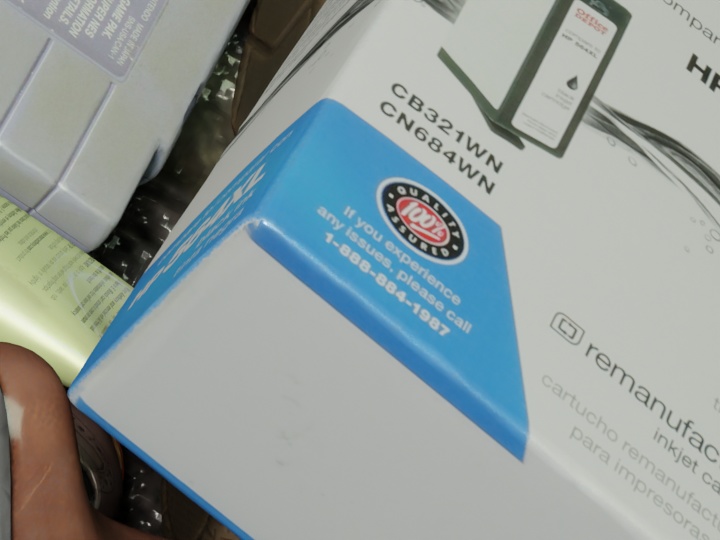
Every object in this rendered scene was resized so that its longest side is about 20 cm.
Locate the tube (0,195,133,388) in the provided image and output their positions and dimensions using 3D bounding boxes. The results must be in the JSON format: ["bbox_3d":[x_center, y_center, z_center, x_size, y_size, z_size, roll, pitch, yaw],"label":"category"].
[{"bbox_3d":[-0.136,-0.019,0.713,0.200,0.052,0.058,28,56,-1],"label":"tube"}]

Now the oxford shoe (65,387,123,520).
[{"bbox_3d":[-0.154,0.027,0.704,0.199,0.073,0.071,15,87,-8],"label":"oxford shoe"}]

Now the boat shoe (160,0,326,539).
[{"bbox_3d":[0.000,0.000,0.771,0.076,0.072,0.201,23,68,-26],"label":"boat shoe"}]

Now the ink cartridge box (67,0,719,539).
[{"bbox_3d":[0.044,-0.005,0.654,0.146,0.084,0.200,38,42,-9],"label":"ink cartridge box"}]

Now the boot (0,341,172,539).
[{"bbox_3d":[-0.007,0.071,0.682,0.199,0.189,0.068,-20,30,-20],"label":"boot"}]

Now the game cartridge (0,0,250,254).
[{"bbox_3d":[-0.086,-0.111,0.787,0.130,0.038,0.200,38,51,-18],"label":"game cartridge"}]
